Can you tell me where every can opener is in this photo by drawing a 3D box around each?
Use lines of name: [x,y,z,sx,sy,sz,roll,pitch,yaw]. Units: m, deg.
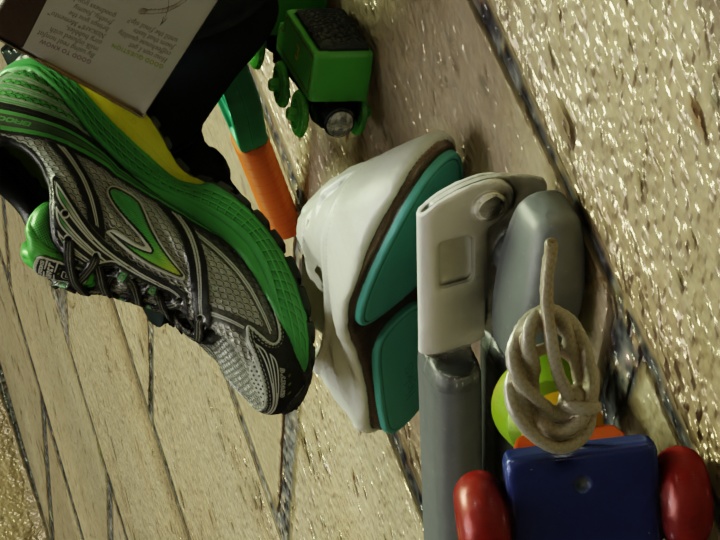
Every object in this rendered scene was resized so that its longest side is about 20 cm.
can opener: [0.050,0.047,0.944,0.067,0.052,0.201,-117,20,-45]

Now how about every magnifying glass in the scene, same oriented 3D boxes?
magnifying glass: [-0.061,-0.082,1.241,0.200,0.022,0.080,74,170,-53]

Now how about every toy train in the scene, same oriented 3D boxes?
toy train: [-0.038,-0.128,1.178,0.200,0.042,0.057,-121,33,-53]
toy train: [0.070,0.060,0.842,0.116,0.084,0.201,-101,4,-67]

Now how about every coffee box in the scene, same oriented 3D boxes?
coffee box: [-0.080,-0.181,0.993,0.200,0.080,0.114,-56,29,12]

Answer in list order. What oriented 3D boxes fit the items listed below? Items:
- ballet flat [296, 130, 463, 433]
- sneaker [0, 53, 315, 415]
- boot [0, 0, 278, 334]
ballet flat: [0.000,0.000,1.052,0.200,0.069,0.070,93,159,-55]
sneaker: [-0.100,-0.007,1.068,0.200,0.085,0.078,43,148,8]
boot: [-0.071,-0.054,1.135,0.200,0.076,0.169,-8,117,53]
